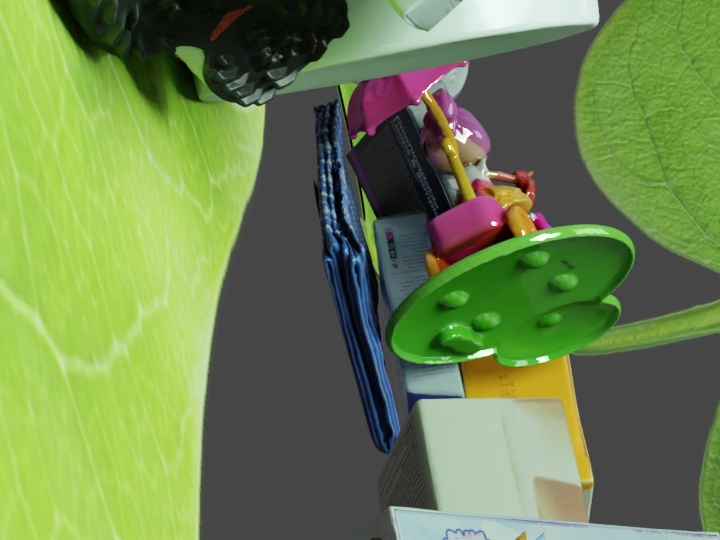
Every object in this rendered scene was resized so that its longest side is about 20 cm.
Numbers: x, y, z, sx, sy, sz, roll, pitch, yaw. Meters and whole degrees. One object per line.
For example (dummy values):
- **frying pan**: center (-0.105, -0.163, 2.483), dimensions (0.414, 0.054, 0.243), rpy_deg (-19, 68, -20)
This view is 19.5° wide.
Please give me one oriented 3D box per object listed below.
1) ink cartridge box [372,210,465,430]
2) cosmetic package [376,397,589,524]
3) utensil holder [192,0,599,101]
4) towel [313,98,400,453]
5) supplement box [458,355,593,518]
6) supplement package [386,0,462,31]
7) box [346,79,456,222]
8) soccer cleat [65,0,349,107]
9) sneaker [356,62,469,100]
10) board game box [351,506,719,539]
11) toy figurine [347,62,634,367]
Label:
- **ink cartridge box**: center (0.046, 0.099, 1.355), dimensions (0.197, 0.043, 0.200), rpy_deg (82, 0, -48)
- **cosmetic package**: center (0.073, 0.176, 1.092), dimensions (0.103, 0.087, 0.200), rpy_deg (114, -28, -55)
- **utensil holder**: center (-0.005, -0.175, 0.793), dimensions (0.170, 0.170, 0.200), rpy_deg (-39, 119, -85)
- **towel**: center (0.000, 0.000, 1.253), dimensions (0.200, 0.024, 0.145), rpy_deg (-95, 172, -60)
- **supplement box**: center (0.108, 0.125, 1.403), dimensions (0.200, 0.073, 0.126), rpy_deg (84, -2, -63)
- **supplement package**: center (0.026, -0.208, 0.625), dimensions (0.191, 0.200, 0.147), rpy_deg (47, 6, -1)
- **box**: center (0.050, -0.037, 1.399), dimensions (0.143, 0.036, 0.200), rpy_deg (65, -11, 2)
- **soccer cleat**: center (-0.059, -0.104, 0.632), dimensions (0.073, 0.068, 0.200), rpy_deg (51, 6, 13)
- **sneaker**: center (-0.008, -0.156, 1.371), dimensions (0.200, 0.100, 0.075), rpy_deg (31, 80, -59)
- **board game box**: center (0.103, 0.214, 0.975), dimensions (0.041, 0.199, 0.200), rpy_deg (-45, -135, 46)
- **toy figurine**: center (0.067, -0.054, 1.240), dimensions (0.200, 0.150, 0.184), rpy_deg (31, 35, -61)
